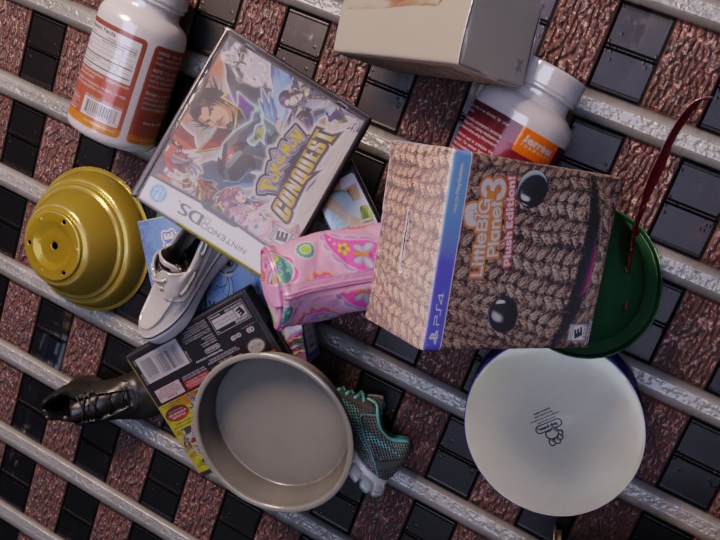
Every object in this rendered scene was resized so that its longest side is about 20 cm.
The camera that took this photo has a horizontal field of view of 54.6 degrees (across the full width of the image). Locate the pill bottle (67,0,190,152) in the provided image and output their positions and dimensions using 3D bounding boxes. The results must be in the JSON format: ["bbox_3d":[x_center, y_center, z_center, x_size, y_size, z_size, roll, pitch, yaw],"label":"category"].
[{"bbox_3d":[-0.283,-0.261,0.869,0.110,0.112,0.204,27,105,12],"label":"pill bottle"}]

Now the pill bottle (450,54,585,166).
[{"bbox_3d":[0.152,-0.122,0.748,0.112,0.113,0.203,30,106,11],"label":"pill bottle"}]

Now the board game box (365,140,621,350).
[{"bbox_3d":[0.120,-0.021,0.631,0.096,0.196,0.164,24,108,58],"label":"board game box"}]

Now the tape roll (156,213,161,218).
[{"bbox_3d":[-0.166,-0.047,0.895,0.195,0.048,0.206,3,100,18],"label":"tape roll"}]

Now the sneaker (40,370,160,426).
[{"bbox_3d":[-0.351,0.183,0.967,0.195,0.091,0.078,-12,92,18],"label":"sneaker"}]

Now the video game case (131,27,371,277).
[{"bbox_3d":[-0.113,-0.118,0.729,0.178,0.026,0.203,31,90,1],"label":"video game case"}]

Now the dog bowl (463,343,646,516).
[{"bbox_3d":[0.217,0.165,0.788,0.195,0.079,0.206,3,99,18],"label":"dog bowl"}]

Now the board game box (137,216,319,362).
[{"bbox_3d":[-0.163,0.022,0.857,0.194,0.043,0.205,-9,96,20],"label":"board game box"}]

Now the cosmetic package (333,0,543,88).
[{"bbox_3d":[0.073,-0.249,0.713,0.198,0.102,0.089,26,106,47],"label":"cosmetic package"}]

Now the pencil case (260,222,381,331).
[{"bbox_3d":[0.000,0.000,0.690,0.195,0.087,0.090,-10,96,-15],"label":"pencil case"}]

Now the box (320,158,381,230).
[{"bbox_3d":[-0.005,-0.048,0.805,0.059,0.117,0.203,-26,88,0],"label":"box"}]

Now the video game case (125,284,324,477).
[{"bbox_3d":[-0.164,0.139,0.846,0.197,0.026,0.183,-27,99,22],"label":"video game case"}]

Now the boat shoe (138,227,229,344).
[{"bbox_3d":[-0.205,-0.001,0.796,0.200,0.065,0.072,-47,54,17],"label":"boat shoe"}]

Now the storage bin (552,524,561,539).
[{"bbox_3d":[0.301,0.354,0.726,0.195,0.198,0.096,-1,96,17],"label":"storage bin"}]

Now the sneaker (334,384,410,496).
[{"bbox_3d":[-0.012,0.178,0.878,0.091,0.078,0.201,-40,88,2],"label":"sneaker"}]

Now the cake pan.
[{"bbox_3d":[-0.098,0.183,0.807,0.195,0.037,0.205,5,109,14],"label":"cake pan"}]

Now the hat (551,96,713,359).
[{"bbox_3d":[0.228,-0.036,0.677,0.161,0.177,0.205,6,70,13],"label":"hat"}]

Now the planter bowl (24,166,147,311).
[{"bbox_3d":[-0.392,-0.037,0.951,0.195,0.083,0.206,3,99,17],"label":"planter bowl"}]
